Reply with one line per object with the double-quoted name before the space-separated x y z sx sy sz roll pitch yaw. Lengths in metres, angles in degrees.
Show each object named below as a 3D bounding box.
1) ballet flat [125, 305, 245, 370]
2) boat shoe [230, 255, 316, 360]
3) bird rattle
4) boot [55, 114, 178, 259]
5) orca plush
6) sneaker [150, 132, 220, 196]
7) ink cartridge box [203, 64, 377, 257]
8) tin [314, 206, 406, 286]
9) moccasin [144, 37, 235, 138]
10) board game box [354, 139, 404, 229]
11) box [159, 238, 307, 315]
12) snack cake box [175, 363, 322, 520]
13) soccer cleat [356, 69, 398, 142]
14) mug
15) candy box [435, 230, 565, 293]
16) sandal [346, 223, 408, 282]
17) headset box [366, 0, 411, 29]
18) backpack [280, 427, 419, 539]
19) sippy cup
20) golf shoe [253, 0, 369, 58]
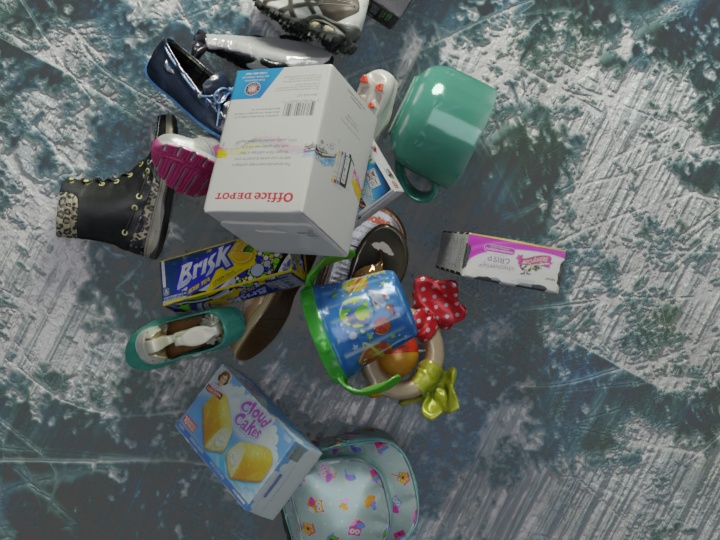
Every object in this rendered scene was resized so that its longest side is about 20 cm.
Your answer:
"ballet flat" -0.257 0.093 1.386 0.198 0.070 0.068 -17 86 17
"boat shoe" -0.135 0.034 1.434 0.064 0.071 0.201 29 87 27
"bird rattle" 0.076 0.110 1.417 0.162 0.112 0.202 -4 98 -23
"boot" -0.338 -0.127 1.396 0.152 0.073 0.206 9 91 -3
"orca plush" -0.140 -0.284 1.409 0.198 0.106 0.072 1 125 -9
"sneaker" -0.203 -0.153 1.382 0.199 0.081 0.089 17 48 -41
"ink cartridge box" -0.086 -0.136 1.278 0.146 0.145 0.202 3 71 27
"tin" 0.000 0.000 1.455 0.111 0.042 0.202 17 91 -11
"moccasin" -0.206 -0.241 1.356 0.199 0.081 0.068 33 122 1
"board game box" -0.040 -0.157 1.387 0.126 0.035 0.201 -35 76 23
"box" -0.176 0.003 1.383 0.198 0.064 0.071 -14 68 15
"snack cake box" -0.156 0.232 1.375 0.115 0.200 0.067 -54 137 1
"soccer cleat" -0.003 -0.192 1.431 0.069 0.077 0.201 36 107 22
"mug" 0.101 -0.193 1.395 0.114 0.152 0.186 26 91 -4
"candy box" 0.190 -0.015 1.390 0.135 0.200 0.062 10 93 -7
"sandal" 0.003 0.029 1.411 0.081 0.055 0.201 36 90 -7
"headset box" 0.022 -0.464 1.401 0.199 0.093 0.175 30 90 -7
"backpack" -0.015 0.320 1.418 0.198 0.153 0.178 -15 90 -11
"sippy cup" 0.002 0.065 1.333 0.129 0.140 0.179 -22 105 3
"golf shoe" -0.064 -0.364 1.371 0.199 0.078 0.095 30 94 33
